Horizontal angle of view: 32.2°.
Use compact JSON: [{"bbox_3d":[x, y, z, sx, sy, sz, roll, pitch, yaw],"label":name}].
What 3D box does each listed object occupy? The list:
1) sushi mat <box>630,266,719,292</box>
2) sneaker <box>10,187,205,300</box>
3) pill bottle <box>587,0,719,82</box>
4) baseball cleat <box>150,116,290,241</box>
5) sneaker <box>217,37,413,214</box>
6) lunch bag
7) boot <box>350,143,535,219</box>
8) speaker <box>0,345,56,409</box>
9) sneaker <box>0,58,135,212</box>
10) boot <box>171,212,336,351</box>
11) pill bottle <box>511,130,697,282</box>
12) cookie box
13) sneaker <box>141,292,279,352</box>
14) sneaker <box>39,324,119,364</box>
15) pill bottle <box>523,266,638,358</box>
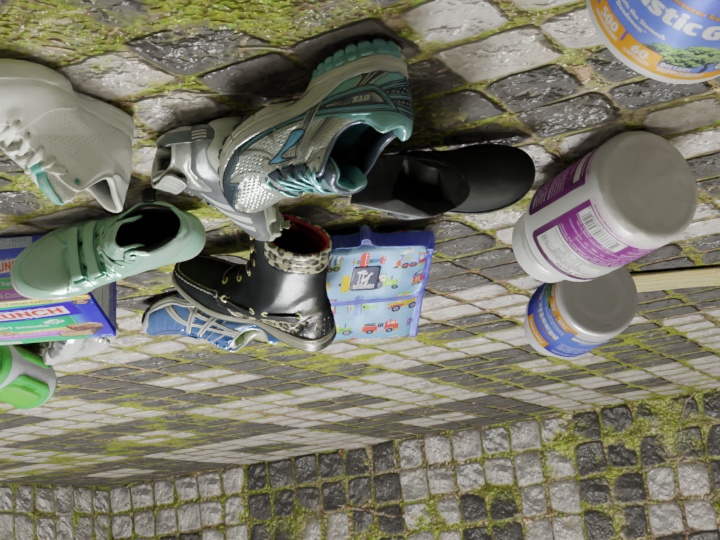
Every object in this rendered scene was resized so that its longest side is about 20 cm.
[{"bbox_3d":[0.449,0.014,1.784,0.199,0.012,0.096,-5,166,-4],"label":"sushi mat"},{"bbox_3d":[-0.256,-0.026,1.210,0.199,0.074,0.118,-16,172,-1],"label":"sneaker"},{"bbox_3d":[0.200,-0.189,0.665,0.111,0.113,0.200,-4,166,-7],"label":"pill bottle"},{"bbox_3d":[-0.125,-0.081,1.100,0.106,0.070,0.200,-1,156,6],"label":"baseball cleat"},{"bbox_3d":[-0.038,-0.090,0.954,0.077,0.087,0.200,9,145,-43],"label":"sneaker"},{"bbox_3d":[0.000,0.000,1.442,0.150,0.094,0.200,-3,153,-7],"label":"lunch bag"},{"bbox_3d":[0.076,-0.079,1.064,0.164,0.066,0.200,-6,-179,3],"label":"boot"},{"bbox_3d":[-0.497,0.144,1.761,0.088,0.089,0.200,-7,166,5],"label":"speaker"},{"bbox_3d":[-0.237,-0.094,0.932,0.075,0.089,0.200,-12,164,29],"label":"sneaker"},{"bbox_3d":[-0.115,-0.008,1.351,0.203,0.074,0.154,23,140,17],"label":"boot"},{"bbox_3d":[0.232,-0.053,1.234,0.112,0.113,0.200,0,165,-22],"label":"pill bottle"},{"bbox_3d":[-0.364,0.024,1.365,0.170,0.076,0.200,-4,165,-3],"label":"cookie box"},{"bbox_3d":[-0.189,0.066,1.596,0.199,0.077,0.076,-9,167,16],"label":"sneaker"},{"bbox_3d":[-0.356,0.072,1.588,0.099,0.078,0.200,-8,176,-18],"label":"sneaker"},{"bbox_3d":[0.287,0.056,1.680,0.111,0.113,0.200,-3,165,-12],"label":"pill bottle"}]
